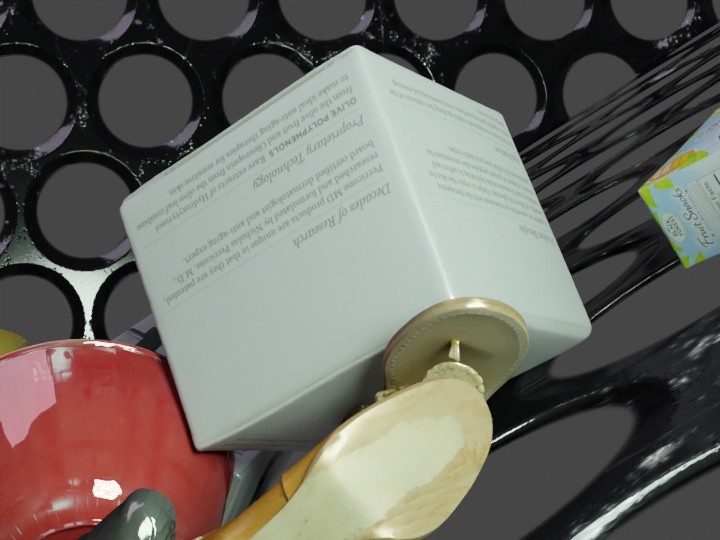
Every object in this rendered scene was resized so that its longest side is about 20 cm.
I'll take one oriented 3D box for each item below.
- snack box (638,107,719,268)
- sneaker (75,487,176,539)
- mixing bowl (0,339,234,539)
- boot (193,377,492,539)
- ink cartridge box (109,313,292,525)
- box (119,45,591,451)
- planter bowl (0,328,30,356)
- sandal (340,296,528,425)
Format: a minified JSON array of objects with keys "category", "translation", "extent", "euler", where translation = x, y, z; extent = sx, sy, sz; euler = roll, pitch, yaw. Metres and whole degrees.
[{"category":"snack box","translation":[0.299,-0.095,0.945],"extent":[0.199,0.068,0.169],"euler":[-31,5,38]},{"category":"sneaker","translation":[-0.165,0.176,0.724],"extent":[0.200,0.091,0.076],"euler":[-51,8,18]},{"category":"mixing bowl","translation":[-0.166,0.154,0.871],"extent":[0.199,0.201,0.109],"euler":[-32,33,5]},{"category":"boot","translation":[-0.034,0.129,0.758],"extent":[0.201,0.071,0.144],"euler":[-39,7,-25]},{"category":"ink cartridge box","translation":[-0.130,0.113,1.060],"extent":[0.084,0.146,0.200],"euler":[-64,-6,17]},{"category":"box","translation":[0.000,0.000,0.919],"extent":[0.199,0.172,0.199],"euler":[-31,-21,24]},{"category":"planter bowl","translation":[-0.245,0.136,1.129],"extent":[0.083,0.202,0.200],"euler":[-3,2,-5]},{"category":"sandal","translation":[0.039,0.091,0.812],"extent":[0.077,0.070,0.212],"euler":[7,-28,-16]}]
